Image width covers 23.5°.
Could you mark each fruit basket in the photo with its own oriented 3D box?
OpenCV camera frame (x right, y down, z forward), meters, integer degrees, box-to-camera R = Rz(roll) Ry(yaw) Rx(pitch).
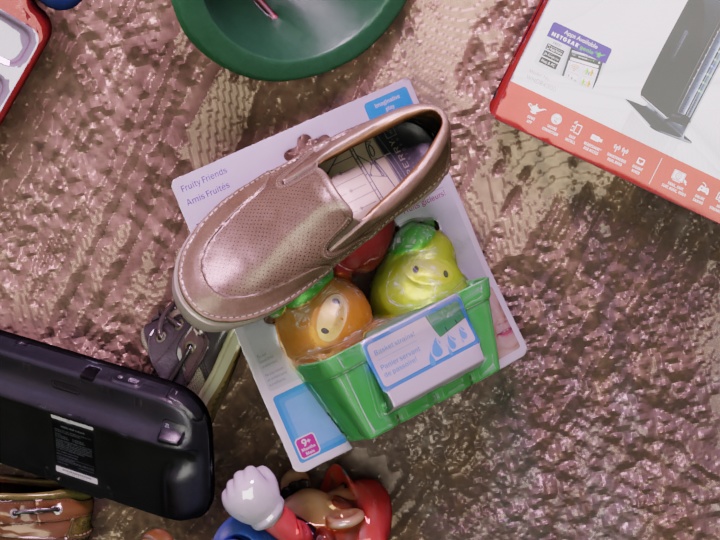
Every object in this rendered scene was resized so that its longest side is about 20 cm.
[{"bbox_3d":[0.000,0.000,1.099,0.185,0.094,0.201,-25,100,-25],"label":"fruit basket"}]

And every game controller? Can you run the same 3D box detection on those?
[{"bbox_3d":[-0.185,0.102,1.152,0.199,0.042,0.105,15,130,24],"label":"game controller"}]

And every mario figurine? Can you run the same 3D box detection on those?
[{"bbox_3d":[-0.069,0.171,1.149,0.200,0.123,0.106,-11,96,-37],"label":"mario figurine"}]

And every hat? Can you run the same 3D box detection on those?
[{"bbox_3d":[-0.081,-0.238,1.104,0.200,0.176,0.166,29,105,-44],"label":"hat"}]

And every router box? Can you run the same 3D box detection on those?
[{"bbox_3d":[0.208,-0.139,1.098,0.199,0.049,0.180,24,105,-3],"label":"router box"}]

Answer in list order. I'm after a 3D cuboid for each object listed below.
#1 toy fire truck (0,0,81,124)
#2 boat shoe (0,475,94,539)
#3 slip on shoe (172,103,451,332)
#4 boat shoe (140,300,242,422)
[{"bbox_3d":[-0.265,-0.183,1.082,0.168,0.112,0.200,31,104,-12],"label":"toy fire truck"},{"bbox_3d":[-0.283,0.158,1.195,0.199,0.072,0.068,12,101,-10],"label":"boat shoe"},{"bbox_3d":[-0.026,-0.036,1.037,0.200,0.061,0.076,-30,81,-19],"label":"slip on shoe"},{"bbox_3d":[-0.116,0.054,1.154,0.066,0.072,0.201,19,109,-7],"label":"boat shoe"}]
